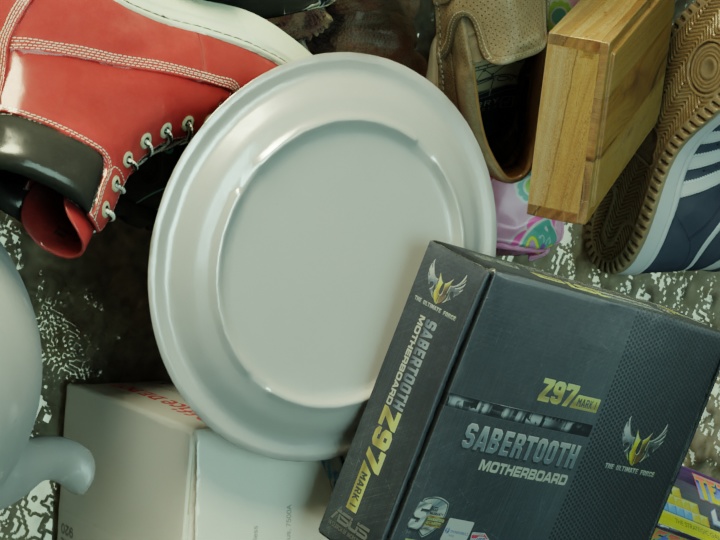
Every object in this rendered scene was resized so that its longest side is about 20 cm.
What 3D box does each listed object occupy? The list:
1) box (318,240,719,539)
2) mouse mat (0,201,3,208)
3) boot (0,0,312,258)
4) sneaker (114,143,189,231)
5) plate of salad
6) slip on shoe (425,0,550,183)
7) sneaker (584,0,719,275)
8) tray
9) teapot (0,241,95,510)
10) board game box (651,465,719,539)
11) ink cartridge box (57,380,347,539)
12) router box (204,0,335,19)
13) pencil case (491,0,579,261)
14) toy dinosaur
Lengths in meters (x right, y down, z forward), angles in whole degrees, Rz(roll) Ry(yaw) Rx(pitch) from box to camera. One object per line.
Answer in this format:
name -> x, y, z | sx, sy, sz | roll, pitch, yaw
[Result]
box -> 0.088, 0.081, 1.173 | 0.199, 0.051, 0.158 | 16, 98, -44
mouse mat -> -0.231, -0.071, 1.053 | 0.160, 0.200, 0.008 | 31, 120, -6
boot -> -0.098, -0.060, 1.094 | 0.199, 0.072, 0.145 | 18, 59, -35
sneaker -> -0.091, -0.054, 1.217 | 0.200, 0.075, 0.079 | 30, 99, -42
plate of salad -> -0.019, -0.007, 1.124 | 0.199, 0.048, 0.201 | -8, 105, -31
slip on shoe -> 0.070, -0.130, 1.173 | 0.076, 0.061, 0.201 | -17, 137, -24
sneaker -> 0.221, -0.082, 1.399 | 0.108, 0.070, 0.201 | 6, 123, -34
tray -> 0.136, -0.104, 1.267 | 0.200, 0.037, 0.099 | -49, 147, -64
teapot -> -0.231, 0.025, 1.100 | 0.146, 0.196, 0.201 | -56, 157, -57
board game box -> 0.177, 0.193, 1.385 | 0.199, 0.165, 0.057 | 24, 39, -34
ink cartridge box -> -0.043, 0.136, 1.235 | 0.199, 0.147, 0.146 | -1, 97, -34
router box -> -0.104, -0.215, 1.147 | 0.062, 0.149, 0.201 | -54, 133, -66
pencil case -> 0.091, -0.108, 1.328 | 0.087, 0.087, 0.201 | 11, 91, -34
toy dinosaur -> -0.013, -0.106, 1.267 | 0.135, 0.086, 0.201 | -7, 115, -23
